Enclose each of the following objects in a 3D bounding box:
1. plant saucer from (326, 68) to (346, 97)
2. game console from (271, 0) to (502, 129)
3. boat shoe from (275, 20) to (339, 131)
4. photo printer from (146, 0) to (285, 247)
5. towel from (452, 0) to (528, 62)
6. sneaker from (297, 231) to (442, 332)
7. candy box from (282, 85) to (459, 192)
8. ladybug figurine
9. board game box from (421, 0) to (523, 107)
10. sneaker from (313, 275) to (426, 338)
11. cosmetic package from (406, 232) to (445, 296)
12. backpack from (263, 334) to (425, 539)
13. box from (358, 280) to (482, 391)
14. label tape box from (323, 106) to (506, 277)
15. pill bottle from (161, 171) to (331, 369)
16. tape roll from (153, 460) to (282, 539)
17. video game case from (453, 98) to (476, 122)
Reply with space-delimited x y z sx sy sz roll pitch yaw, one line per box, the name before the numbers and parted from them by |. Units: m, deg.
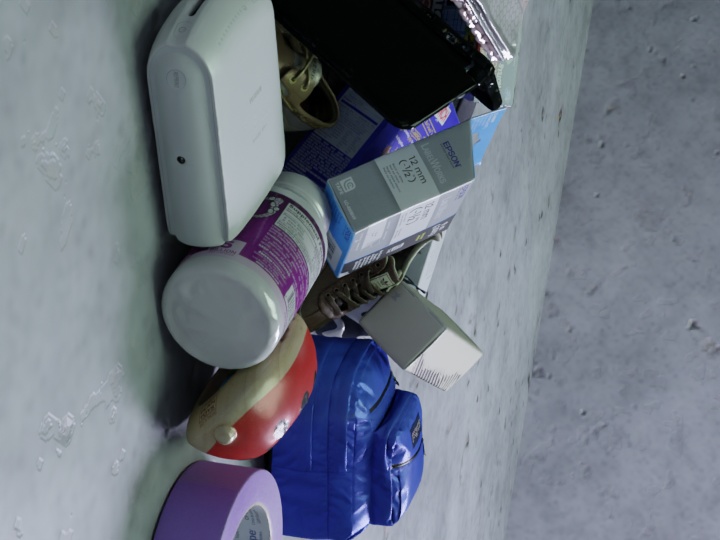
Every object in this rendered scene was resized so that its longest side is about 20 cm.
plant saucer | -0.006 -0.249 1.612 0.200 0.032 0.201 18 90 -87
game console | 0.025 -0.211 1.408 0.116 0.200 0.176 -45 164 -1
boat shoe | -0.069 -0.197 1.413 0.200 0.066 0.074 51 49 -67
photo printer | -0.121 -0.146 1.240 0.166 0.069 0.200 -62 154 -54
towel | 0.140 -0.332 1.435 0.200 0.032 0.191 41 64 -59
sneaker | 0.000 0.000 1.527 0.200 0.076 0.070 -45 132 -8
candy box | 0.011 -0.132 1.566 0.200 0.077 0.169 -50 160 -5
ladybug figurine | -0.094 0.112 1.332 0.136 0.072 0.200 -42 -170 27
board game box | 0.097 -0.288 1.615 0.062 0.200 0.200 3 95 -36
sneaker | 0.017 -0.011 1.685 0.079 0.129 0.200 -10 107 -76
cosmetic package | 0.043 -0.032 1.751 0.074 0.102 0.200 -28 136 -72
backpack | -0.017 0.170 1.578 0.163 0.167 0.200 -66 154 -64
box | 0.071 0.076 1.621 0.068 0.082 0.200 -45 159 4
label tape box | 0.058 -0.077 1.447 0.066 0.200 0.143 64 -14 14
pill bottle | -0.095 -0.009 1.314 0.200 0.112 0.112 -62 154 -54
tape roll | -0.136 0.285 1.372 0.200 0.066 0.201 6 90 -74
video game case | 0.095 -0.241 1.757 0.200 0.025 0.181 107 -27 -64
